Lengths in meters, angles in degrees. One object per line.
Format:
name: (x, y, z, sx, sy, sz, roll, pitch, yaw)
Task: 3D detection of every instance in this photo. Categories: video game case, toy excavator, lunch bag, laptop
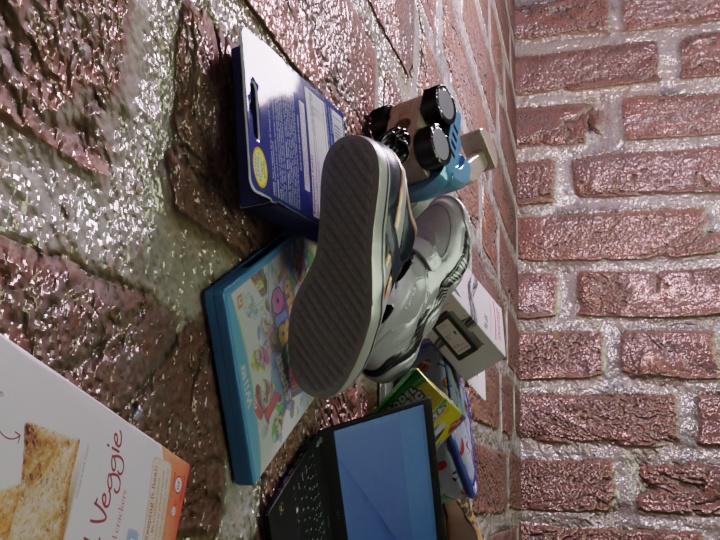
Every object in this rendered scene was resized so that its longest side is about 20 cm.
video game case: (-0.064, 0.054, 0.644, 0.200, 0.017, 0.147, -49, 135, -67)
toy excavator: (0.102, -0.140, 0.996, 0.200, 0.098, 0.198, 47, 43, -39)
lunch bag: (0.105, 0.190, 1.049, 0.202, 0.074, 0.162, -85, 156, -54)
laptop: (0.005, 0.238, 0.712, 0.200, 0.101, 0.182, -49, 134, -67)

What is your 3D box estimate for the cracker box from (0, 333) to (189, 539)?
cracker box: (-0.142, 0.110, 0.303, 0.201, 0.056, 0.137, 61, 31, -56)

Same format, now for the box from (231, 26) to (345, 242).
box: (-0.056, -0.097, 0.639, 0.200, 0.032, 0.124, 25, 59, -69)

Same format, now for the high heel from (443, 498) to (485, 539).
high heel: (0.150, 0.415, 1.267, 0.142, 0.070, 0.206, 26, 61, -64)

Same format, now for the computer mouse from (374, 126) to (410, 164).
computer mouse: (0.010, -0.037, 0.831, 0.138, 0.052, 0.205, -37, 126, -45)

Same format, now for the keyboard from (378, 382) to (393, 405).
keyboard: (0.032, 0.099, 0.991, 0.056, 0.010, 0.206, 35, 55, -76)

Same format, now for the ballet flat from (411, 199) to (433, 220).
ballet flat: (0.063, -0.123, 1.049, 0.070, 0.068, 0.204, 67, 22, -50)

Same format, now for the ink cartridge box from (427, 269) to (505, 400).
ink cartridge box: (0.127, 0.055, 1.041, 0.201, 0.067, 0.117, 49, 24, -18)

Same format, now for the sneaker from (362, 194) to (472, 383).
sneaker: (0.037, -0.002, 0.766, 0.115, 0.074, 0.203, 45, 69, -50)

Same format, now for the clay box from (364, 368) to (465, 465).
clay box: (0.047, 0.170, 0.845, 0.115, 0.048, 0.200, -47, 159, -1)

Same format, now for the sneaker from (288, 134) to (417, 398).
sneaker: (0.000, 0.000, 0.641, 0.079, 0.077, 0.205, 0, 104, -61)
